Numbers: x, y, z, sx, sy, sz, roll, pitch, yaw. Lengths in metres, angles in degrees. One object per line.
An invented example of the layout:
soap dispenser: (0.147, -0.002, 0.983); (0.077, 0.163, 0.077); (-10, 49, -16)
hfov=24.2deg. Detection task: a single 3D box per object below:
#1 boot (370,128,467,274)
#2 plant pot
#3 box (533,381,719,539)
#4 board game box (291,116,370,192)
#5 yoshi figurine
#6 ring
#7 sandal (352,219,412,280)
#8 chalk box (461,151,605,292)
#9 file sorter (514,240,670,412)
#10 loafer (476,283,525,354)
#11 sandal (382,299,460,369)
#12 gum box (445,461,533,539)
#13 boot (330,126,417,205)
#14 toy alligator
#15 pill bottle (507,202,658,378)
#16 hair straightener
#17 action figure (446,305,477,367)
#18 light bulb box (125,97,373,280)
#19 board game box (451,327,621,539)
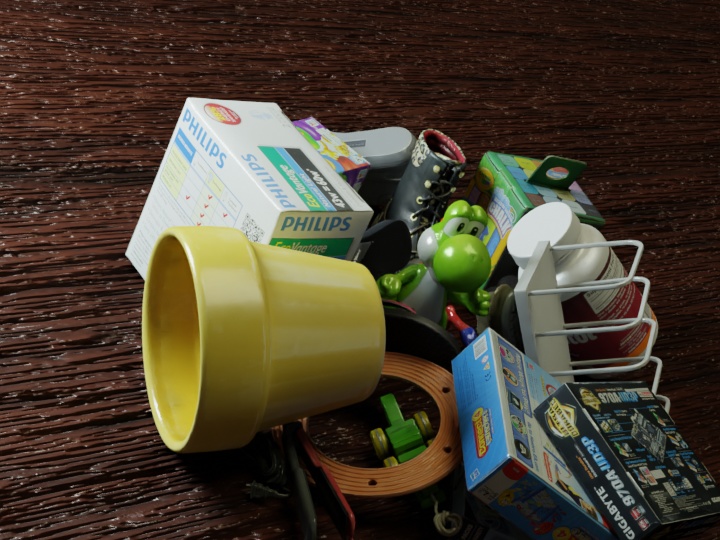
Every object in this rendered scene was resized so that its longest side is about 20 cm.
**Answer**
boot: (0.074, -0.057, 1.953); (0.073, 0.155, 0.204); (15, 30, -21)
plant pot: (-0.086, 0.060, 1.538); (0.187, 0.202, 0.201); (-2, 37, -23)
box: (0.265, 0.182, 1.610); (0.199, 0.046, 0.160); (5, 47, -59)
board game box: (-0.097, -0.093, 1.922); (0.103, 0.106, 0.199); (39, 31, 21)
yoshi figurine: (0.078, 0.024, 1.772); (0.112, 0.201, 0.112); (41, 30, 25)
ring: (0.014, 0.150, 1.621); (0.198, 0.019, 0.201); (-3, 38, 2)
sandal: (0.000, -0.001, 1.836); (0.042, 0.077, 0.200); (4, 32, 38)
chalk box: (0.199, -0.058, 2.014); (0.124, 0.201, 0.124); (9, 32, -31)
file sorter: (0.251, 0.081, 1.792); (0.123, 0.202, 0.139); (-6, 20, 19)
loafer: (0.157, 0.060, 1.868); (0.069, 0.076, 0.200); (17, -12, 13)
sandal: (0.018, 0.057, 1.724); (0.198, 0.076, 0.045); (8, 41, 35)
gum box: (0.184, 0.243, 1.663); (0.198, 0.045, 0.170); (23, 29, -7)
boot: (-0.020, -0.119, 2.069); (0.198, 0.096, 0.074); (0, 45, 17)
toy alligator: (0.058, 0.199, 1.622); (0.059, 0.055, 0.201); (-22, 41, -5)
pill bottle: (0.252, 0.021, 1.931); (0.200, 0.112, 0.113); (52, 15, -30)
hair straightener: (-0.069, 0.181, 1.535); (0.076, 0.041, 0.201); (-7, 37, -18)
action figure: (0.130, 0.114, 1.828); (0.065, 0.052, 0.200); (-1, 32, -34)
light bulb box: (-0.117, -0.037, 1.708); (0.124, 0.201, 0.198); (-2, 40, -42)
board game box: (0.180, 0.180, 1.596); (0.195, 0.056, 0.201); (38, 24, -22)
